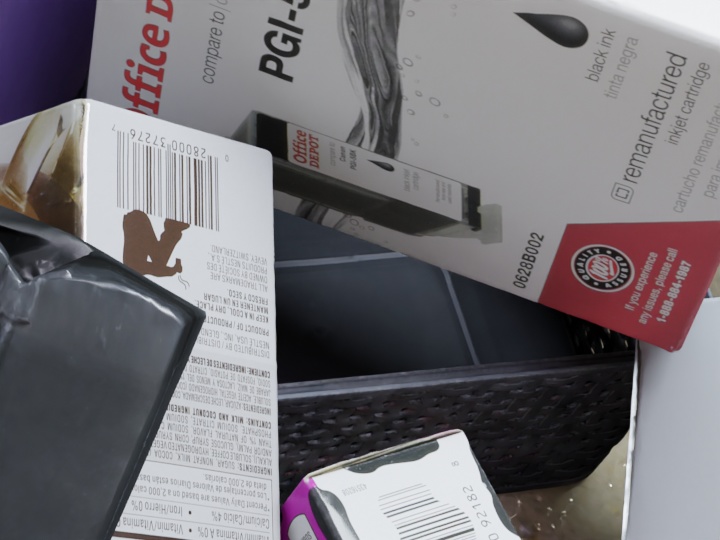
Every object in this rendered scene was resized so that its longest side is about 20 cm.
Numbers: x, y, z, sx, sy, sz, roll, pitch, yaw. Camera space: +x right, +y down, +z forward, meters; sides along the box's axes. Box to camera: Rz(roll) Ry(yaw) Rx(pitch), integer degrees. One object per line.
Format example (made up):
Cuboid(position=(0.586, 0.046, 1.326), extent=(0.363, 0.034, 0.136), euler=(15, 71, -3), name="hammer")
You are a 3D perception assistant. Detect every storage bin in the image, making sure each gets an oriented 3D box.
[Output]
Cuboid(position=(0.000, 0.000, 0.899), extent=(0.199, 0.094, 0.136), euler=(-4, 60, -27), name="storage bin")

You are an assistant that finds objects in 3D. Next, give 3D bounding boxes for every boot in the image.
Cuboid(position=(-0.148, 0.067, 0.664), extent=(0.164, 0.200, 0.066), euler=(21, 13, -12), name="boot")

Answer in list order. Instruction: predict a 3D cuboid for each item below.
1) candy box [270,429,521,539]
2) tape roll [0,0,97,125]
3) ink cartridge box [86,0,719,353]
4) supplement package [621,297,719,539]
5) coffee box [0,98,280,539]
Cuboid(position=(0.025, 0.167, 0.772), extent=(0.061, 0.136, 0.200), euler=(-15, 65, -34), name="candy box")
Cuboid(position=(-0.173, -0.126, 0.878), extent=(0.199, 0.085, 0.200), euler=(8, 42, -7), name="tape roll")
Cuboid(position=(0.026, -0.075, 0.788), extent=(0.199, 0.147, 0.083), euler=(19, 55, 4), name="ink cartridge box")
Cuboid(position=(0.167, 0.112, 0.806), extent=(0.111, 0.155, 0.201), euler=(21, 69, -44), name="supplement package")
Cuboid(position=(-0.087, 0.066, 0.760), extent=(0.080, 0.113, 0.201), euler=(13, 70, -47), name="coffee box")
